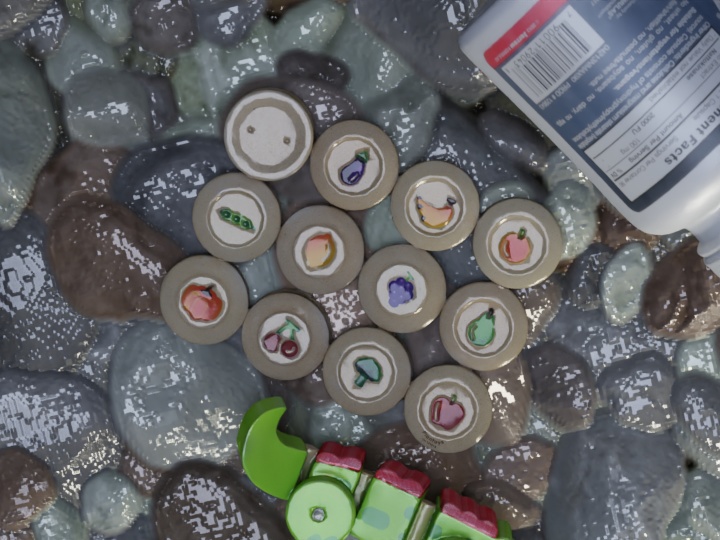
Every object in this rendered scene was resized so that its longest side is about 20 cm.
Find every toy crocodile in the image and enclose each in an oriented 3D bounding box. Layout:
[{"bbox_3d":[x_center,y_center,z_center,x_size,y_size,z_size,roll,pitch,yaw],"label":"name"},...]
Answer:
[{"bbox_3d":[0.021,0.133,1.486,0.199,0.068,0.062,25,100,0],"label":"toy crocodile"}]

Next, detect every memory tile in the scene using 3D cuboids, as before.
[{"bbox_3d":[0.000,0.000,1.492,0.199,0.017,0.154,24,101,1],"label":"memory tile"}]

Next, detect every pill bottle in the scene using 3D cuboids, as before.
[{"bbox_3d":[0.158,-0.090,1.411,0.120,0.120,0.200,-44,95,10],"label":"pill bottle"}]
